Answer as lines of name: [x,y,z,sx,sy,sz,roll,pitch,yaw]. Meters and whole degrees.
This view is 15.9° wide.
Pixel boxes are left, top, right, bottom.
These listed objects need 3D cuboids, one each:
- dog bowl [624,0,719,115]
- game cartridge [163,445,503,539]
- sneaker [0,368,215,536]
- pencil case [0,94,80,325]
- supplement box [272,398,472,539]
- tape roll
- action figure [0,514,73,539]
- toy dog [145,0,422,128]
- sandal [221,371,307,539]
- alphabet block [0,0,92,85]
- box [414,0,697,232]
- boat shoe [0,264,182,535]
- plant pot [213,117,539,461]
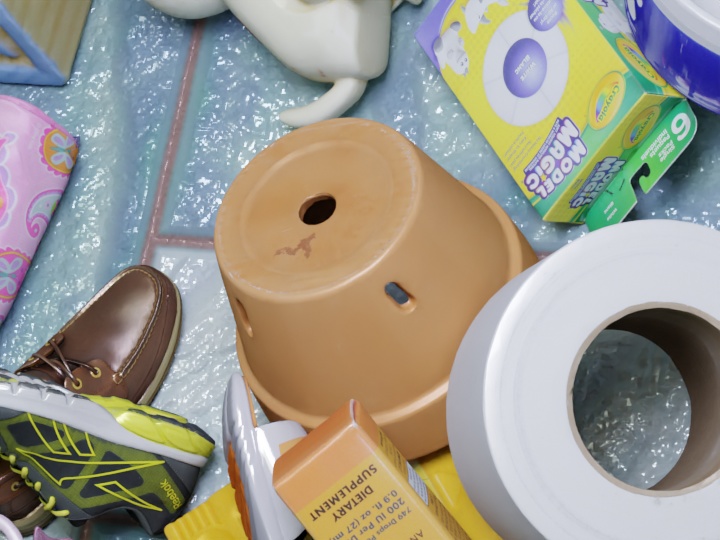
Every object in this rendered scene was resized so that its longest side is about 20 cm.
dog bowl: [0.265,-0.186,1.593,0.199,0.079,0.201,1,55,-2]
game cartridge: [-0.010,0.183,1.592,0.200,0.032,0.176,-33,60,2]
sneaker: [-0.190,0.116,1.614,0.200,0.074,0.085,15,91,-18]
pencil case: [-0.264,-0.022,1.749,0.087,0.087,0.200,14,72,25]
supplement box: [0.034,0.174,1.498,0.067,0.069,0.200,-39,99,5]
tape roll: [0.157,0.078,1.472,0.202,0.139,0.203,1,83,-7]
action figure: [-0.171,0.241,1.559,0.134,0.149,0.200,-32,41,6]
toy dog: [-0.063,-0.208,1.745,0.200,0.139,0.194,18,110,24]
sandal: [-0.036,0.159,1.559,0.059,0.079,0.207,-14,79,-12]
alphabet block: [-0.295,-0.264,1.803,0.195,0.196,0.200,6,69,20]
box: [0.125,-0.121,1.644,0.117,0.048,0.200,-53,57,30]
boat shoe: [-0.188,0.079,1.681,0.072,0.068,0.200,30,79,28]
plant pot: [0.000,0.000,1.586,0.200,0.140,0.200,-14,50,17]
